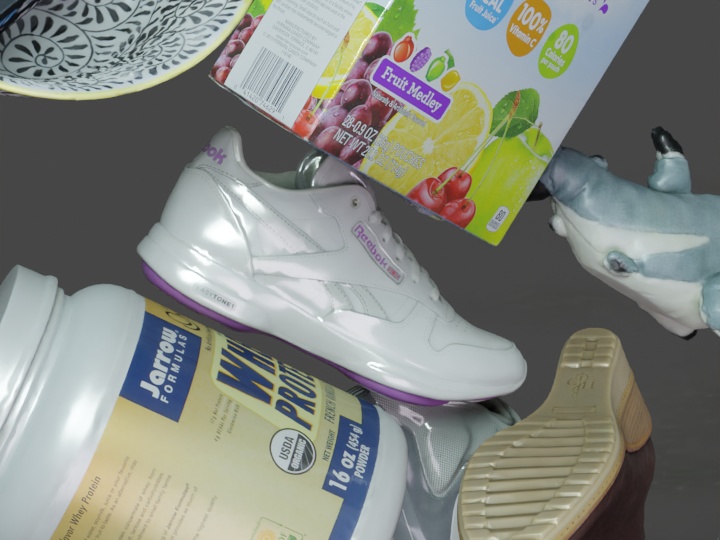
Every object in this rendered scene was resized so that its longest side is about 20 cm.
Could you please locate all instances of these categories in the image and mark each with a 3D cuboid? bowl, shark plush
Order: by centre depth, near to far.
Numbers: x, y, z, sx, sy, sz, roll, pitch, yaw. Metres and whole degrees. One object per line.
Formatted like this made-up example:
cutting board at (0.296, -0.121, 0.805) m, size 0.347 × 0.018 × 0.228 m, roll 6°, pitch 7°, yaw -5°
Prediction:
bowl at (-0.145, -0.147, 1.098) m, size 0.200 × 0.094 × 0.201 m, roll 8°, pitch 69°, yaw -22°
shark plush at (0.139, -0.032, 1.327) m, size 0.200 × 0.091 × 0.083 m, roll 30°, pitch 85°, yaw -10°

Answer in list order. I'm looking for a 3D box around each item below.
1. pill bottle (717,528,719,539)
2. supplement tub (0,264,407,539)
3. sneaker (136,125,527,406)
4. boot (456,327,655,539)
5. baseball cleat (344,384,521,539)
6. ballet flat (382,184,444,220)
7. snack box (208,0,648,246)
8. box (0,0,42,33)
pill bottle at (0.247, 0.144, 1.409) m, size 0.114 × 0.114 × 0.200 m, roll -1°, pitch 117°, yaw -20°
supplement tub at (-0.094, 0.094, 1.220) m, size 0.200 × 0.144 × 0.145 m, roll 26°, pitch 107°, yaw -12°
sneaker at (0.000, 0.000, 1.253) m, size 0.200 × 0.075 × 0.100 m, roll 24°, pitch 94°, yaw -20°
boot at (0.107, 0.143, 1.318) m, size 0.072 × 0.200 × 0.167 m, roll 3°, pitch 120°, yaw 21°
baseball cleat at (0.055, 0.127, 1.356) m, size 0.106 × 0.070 × 0.200 m, roll -37°, pitch 124°, yaw 2°
ballet flat at (0.005, -0.102, 1.207) m, size 0.072 × 0.072 × 0.200 m, roll -29°, pitch 136°, yaw -3°
snack box at (0.051, -0.127, 1.118) m, size 0.200 × 0.068 × 0.169 m, roll -60°, pitch 147°, yaw 4°
box at (-0.204, -0.162, 0.993) m, size 0.200 × 0.046 × 0.159 m, roll 48°, pitch 59°, yaw -4°
